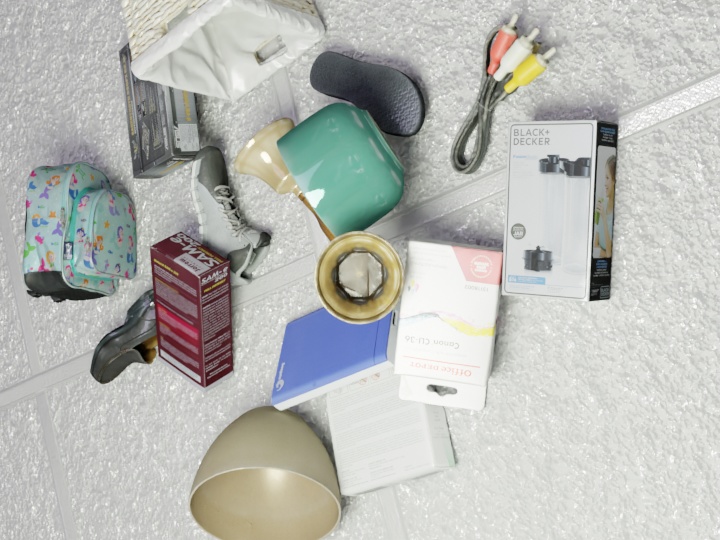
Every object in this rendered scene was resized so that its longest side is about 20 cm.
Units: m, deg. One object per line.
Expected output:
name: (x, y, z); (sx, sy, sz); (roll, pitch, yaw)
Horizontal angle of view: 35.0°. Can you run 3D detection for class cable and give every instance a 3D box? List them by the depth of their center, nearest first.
cable: (0.150, -0.213, 1.361); (0.097, 0.050, 0.201); (49, 117, 27)

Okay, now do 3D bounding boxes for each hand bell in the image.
hand bell: (0.000, 0.000, 1.400); (0.103, 0.200, 0.106); (0, 95, 1)
hand bell: (-0.069, -0.095, 1.525); (0.200, 0.104, 0.104); (50, 119, 11)

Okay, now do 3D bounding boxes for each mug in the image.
mug: (-0.019, -0.137, 1.410); (0.114, 0.152, 0.186); (-33, 39, 7)

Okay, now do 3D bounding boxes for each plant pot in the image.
plant pot: (-0.121, 0.262, 1.515); (0.200, 0.200, 0.135); (-35, 35, 32)

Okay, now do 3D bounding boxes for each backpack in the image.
backpack: (-0.428, -0.064, 1.732); (0.149, 0.177, 0.203); (-10, 80, 15)

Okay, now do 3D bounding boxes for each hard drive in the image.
hard drive: (-0.029, 0.094, 1.479); (0.199, 0.025, 0.133); (-25, 41, 35)

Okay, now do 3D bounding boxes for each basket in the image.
basket: (-0.190, -0.353, 1.532); (0.197, 0.199, 0.163); (-28, 69, 34)

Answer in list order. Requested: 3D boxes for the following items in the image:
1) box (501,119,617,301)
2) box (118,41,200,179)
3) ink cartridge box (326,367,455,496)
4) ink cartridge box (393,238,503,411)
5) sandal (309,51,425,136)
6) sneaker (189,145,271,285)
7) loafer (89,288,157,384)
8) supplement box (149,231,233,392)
box: (0.226, -0.069, 1.302); (0.116, 0.060, 0.203); (6, 94, 37)
box: (-0.296, -0.247, 1.672); (0.158, 0.048, 0.203); (-16, 80, 58)
ink cartridge box: (0.029, 0.175, 1.474); (0.160, 0.050, 0.202); (-23, 67, 36)
ink cartridge box: (0.105, 0.069, 1.366); (0.115, 0.067, 0.203); (7, 96, 9)
sandal: (0.016, -0.233, 1.475); (0.200, 0.043, 0.077); (36, 103, 37)
sneaker: (-0.174, -0.074, 1.607); (0.114, 0.075, 0.203); (6, 104, 32)
loafer: (-0.343, 0.115, 1.735); (0.200, 0.072, 0.073); (-48, 69, 29)
supplement box: (-0.237, 0.060, 1.612); (0.108, 0.061, 0.202); (29, 132, 33)
